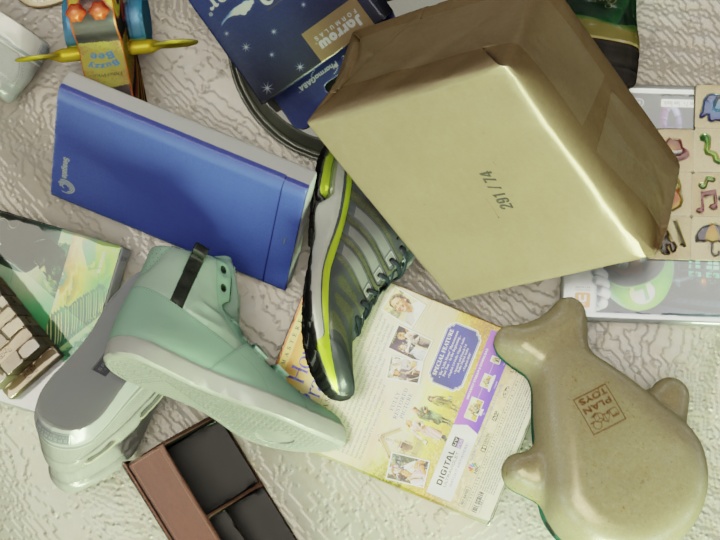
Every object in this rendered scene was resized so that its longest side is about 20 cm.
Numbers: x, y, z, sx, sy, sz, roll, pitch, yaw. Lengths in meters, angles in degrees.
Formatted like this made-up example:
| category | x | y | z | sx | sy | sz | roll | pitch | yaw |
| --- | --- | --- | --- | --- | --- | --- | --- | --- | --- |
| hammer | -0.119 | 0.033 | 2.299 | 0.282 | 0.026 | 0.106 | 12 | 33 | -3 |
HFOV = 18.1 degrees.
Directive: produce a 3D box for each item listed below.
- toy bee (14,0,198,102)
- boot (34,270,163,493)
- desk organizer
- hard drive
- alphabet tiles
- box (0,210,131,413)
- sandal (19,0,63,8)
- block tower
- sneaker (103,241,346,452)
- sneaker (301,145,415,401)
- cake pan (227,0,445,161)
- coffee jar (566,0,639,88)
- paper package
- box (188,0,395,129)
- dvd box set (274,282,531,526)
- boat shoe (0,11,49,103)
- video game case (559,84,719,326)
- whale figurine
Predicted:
| category | x | y | z | sx | sy | sz | roll | pitch | yaw |
| --- | --- | --- | --- | --- | --- | --- | --- | --- | --- |
| toy bee | -0.201 | -0.182 | 1.694 | 0.131 | 0.109 | 0.200 | -25 | 110 | 12 |
| boot | -0.177 | 0.080 | 1.731 | 0.073 | 0.096 | 0.200 | 32 | 57 | 19 |
| desk organizer | -0.092 | 0.210 | 1.717 | 0.077 | 0.072 | 0.200 | -32 | 86 | 0 |
| hard drive | -0.137 | -0.066 | 1.710 | 0.199 | 0.132 | 0.025 | 22 | 54 | 5 |
| alphabet tiles | 0.316 | -0.055 | 1.705 | 0.199 | 0.008 | 0.168 | 1 | 88 | 6 |
| box | -0.294 | 0.024 | 1.761 | 0.199 | 0.036 | 0.145 | 16 | 89 | 4 |
| sandal | -0.193 | -0.285 | 1.749 | 0.211 | 0.070 | 0.078 | -35 | 85 | 2 |
| block tower | -0.311 | 0.005 | 1.719 | 0.054 | 0.058 | 0.200 | -40 | 86 | 3 |
| sneaker | -0.084 | 0.054 | 1.682 | 0.200 | 0.074 | 0.118 | 28 | 61 | -22 |
| sneaker | 0.000 | 0.000 | 1.688 | 0.081 | 0.074 | 0.201 | 6 | 73 | -4 |
| cake pan | -0.007 | -0.182 | 1.746 | 0.200 | 0.037 | 0.201 | 0 | 87 | 5 |
| coffee jar | 0.160 | -0.220 | 1.688 | 0.085 | 0.104 | 0.201 | 6 | 79 | -22 |
| paper package | 0.097 | -0.090 | 1.624 | 0.190 | 0.104 | 0.200 | -14 | 128 | 38 |
| box | -0.062 | -0.211 | 1.681 | 0.121 | 0.032 | 0.200 | -33 | 98 | 21 |
| dvd box set | 0.034 | 0.091 | 1.732 | 0.199 | 0.029 | 0.147 | 21 | 89 | 5 |
| boat shoe | -0.341 | -0.198 | 1.764 | 0.200 | 0.072 | 0.069 | 30 | 89 | -4 |
| video game case | 0.254 | -0.049 | 1.725 | 0.199 | 0.023 | 0.182 | 2 | 88 | 5 |
| whale figurine | 0.171 | 0.124 | 1.686 | 0.159 | 0.104 | 0.200 | -27 | 78 | -14 |
